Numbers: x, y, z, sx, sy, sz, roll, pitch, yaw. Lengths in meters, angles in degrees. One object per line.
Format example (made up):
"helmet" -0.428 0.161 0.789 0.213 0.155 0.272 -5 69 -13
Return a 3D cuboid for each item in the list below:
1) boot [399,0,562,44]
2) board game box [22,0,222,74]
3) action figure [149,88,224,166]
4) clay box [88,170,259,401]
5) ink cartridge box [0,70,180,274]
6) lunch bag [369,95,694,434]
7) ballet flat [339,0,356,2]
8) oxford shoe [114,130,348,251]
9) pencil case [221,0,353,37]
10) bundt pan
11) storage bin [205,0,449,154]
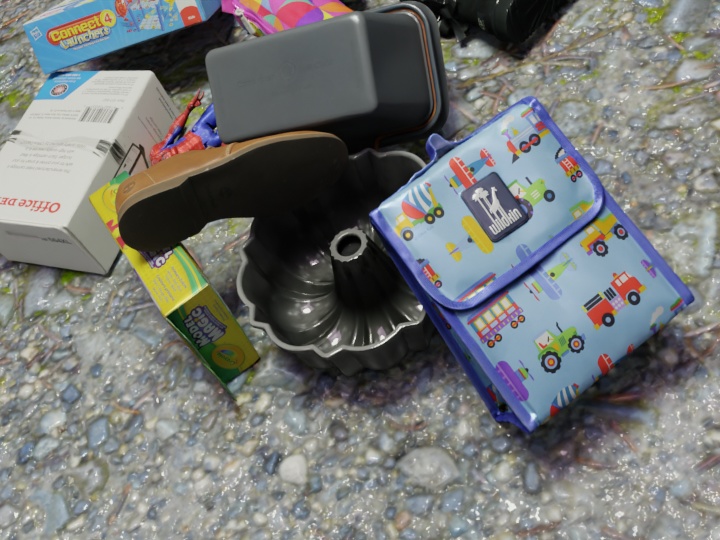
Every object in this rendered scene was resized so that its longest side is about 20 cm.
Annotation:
"boot" 0.144 -0.315 0.922 0.198 0.074 0.162 -46 47 -15
"board game box" -0.251 -0.302 1.017 0.192 0.057 0.201 -15 26 10
"action figure" -0.153 -0.144 0.919 0.200 0.052 0.066 -43 88 -9
"clay box" -0.156 0.013 0.774 0.047 0.116 0.200 -37 52 -9
"ink cartridge box" -0.293 -0.106 0.929 0.143 0.085 0.203 7 60 26
"lunch bag" 0.109 -0.014 0.642 0.150 0.094 0.201 -36 91 -7
"ballet flat" -0.059 -0.347 1.031 0.073 0.075 0.201 -29 49 -1
"oxford shoe" -0.107 -0.082 0.736 0.197 0.072 0.072 -16 42 -14
"pencil case" -0.060 -0.256 0.945 0.088 0.089 0.199 -43 53 -12
"bundt pan" 0.000 0.000 0.747 0.198 0.076 0.205 -10 54 14
"storage bin" -0.036 -0.157 0.802 0.197 0.134 0.149 -7 96 25
